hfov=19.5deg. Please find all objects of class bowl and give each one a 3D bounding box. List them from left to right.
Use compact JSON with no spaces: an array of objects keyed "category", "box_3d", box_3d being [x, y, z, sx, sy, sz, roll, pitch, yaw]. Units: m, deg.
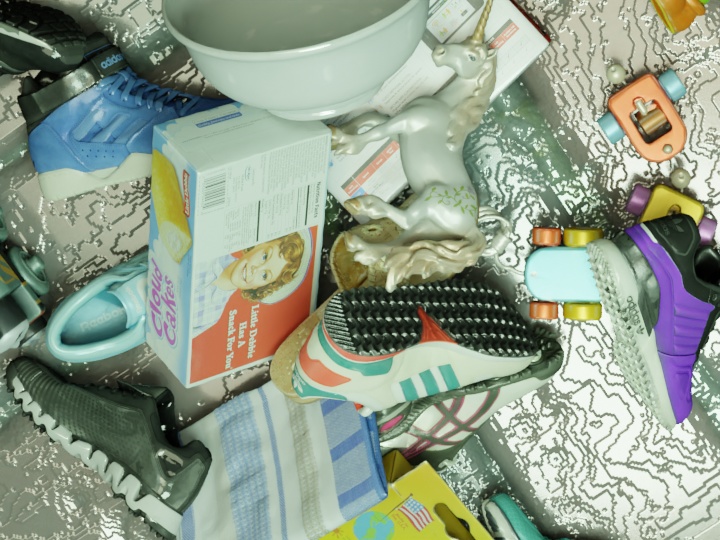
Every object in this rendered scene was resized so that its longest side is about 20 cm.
[{"category":"bowl","box_3d":[-0.036,-0.169,1.484,0.199,0.202,0.091,-6,126,7]}]

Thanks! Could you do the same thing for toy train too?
[{"category":"toy train","box_3d":[-0.317,-0.020,1.608,0.085,0.114,0.201,-35,94,11]},{"category":"toy train","box_3d":[0.182,-0.054,1.583,0.199,0.056,0.151,-38,91,8]}]

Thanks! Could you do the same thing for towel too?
[{"category":"towel","box_3d":[-0.069,0.148,1.586,0.199,0.024,0.148,-31,52,27]}]

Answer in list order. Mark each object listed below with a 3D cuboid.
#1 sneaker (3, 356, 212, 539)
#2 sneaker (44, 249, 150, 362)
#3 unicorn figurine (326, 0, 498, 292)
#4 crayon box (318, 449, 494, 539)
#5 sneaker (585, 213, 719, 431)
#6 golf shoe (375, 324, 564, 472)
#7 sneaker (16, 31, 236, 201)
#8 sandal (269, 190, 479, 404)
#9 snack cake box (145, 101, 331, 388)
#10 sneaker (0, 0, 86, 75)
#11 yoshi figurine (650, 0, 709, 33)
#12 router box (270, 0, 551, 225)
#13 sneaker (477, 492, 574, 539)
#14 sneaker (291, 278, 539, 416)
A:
[{"category":"sneaker","box_3d":[-0.190,0.117,1.629,0.200,0.066,0.091,38,85,24]},{"category":"sneaker","box_3d":[-0.154,0.017,1.611,0.199,0.082,0.074,-33,96,6]},{"category":"unicorn figurine","box_3d":[0.045,-0.088,1.520,0.136,0.074,0.202,-10,84,-8]},{"category":"crayon box","box_3d":[0.011,0.225,1.611,0.199,0.051,0.127,-32,110,22]},{"category":"sneaker","box_3d":[0.236,0.035,1.545,0.099,0.070,0.201,-28,136,-6]},{"category":"golf shoe","box_3d":[0.067,0.103,1.619,0.198,0.077,0.089,-19,124,5]},{"category":"sneaker","box_3d":[-0.172,-0.128,1.580,0.198,0.077,0.112,-13,101,29]},{"category":"sandal","box_3d":[0.004,0.003,1.543,0.212,0.070,0.078,-49,54,-2]},{"category":"snack cake box","box_3d":[-0.091,-0.022,1.541,0.114,0.067,0.201,-19,134,-30]},{"category":"sneaker","box_3d":[-0.288,-0.163,1.588,0.199,0.075,0.088,19,109,32]},{"category":"yoshi figurine","box_3d":[0.281,-0.268,1.511,0.199,0.112,0.113,-33,88,7]},{"category":"router box","box_3d":[0.013,-0.167,1.582,0.200,0.049,0.180,-43,92,11]},{"category":"sneaker","box_3d":[0.170,0.241,1.630,0.200,0.077,0.080,44,81,-7]},{"category":"sneaker","box_3d":[0.036,0.061,1.530,0.094,0.198,0.071,-49,54,39]}]
